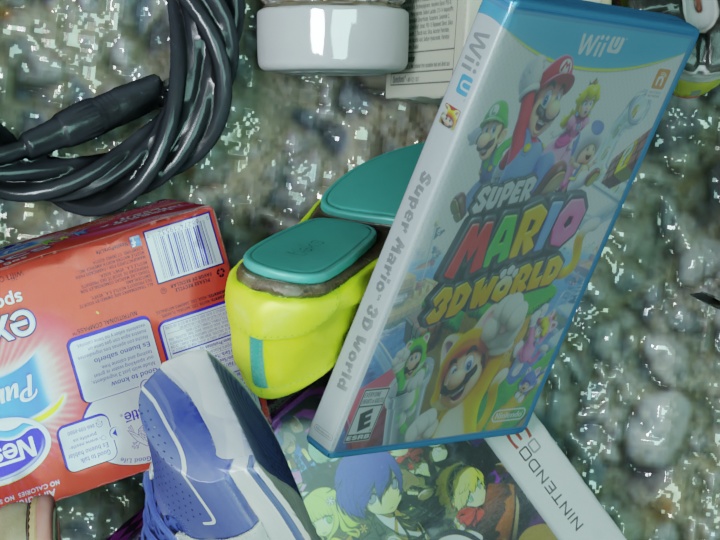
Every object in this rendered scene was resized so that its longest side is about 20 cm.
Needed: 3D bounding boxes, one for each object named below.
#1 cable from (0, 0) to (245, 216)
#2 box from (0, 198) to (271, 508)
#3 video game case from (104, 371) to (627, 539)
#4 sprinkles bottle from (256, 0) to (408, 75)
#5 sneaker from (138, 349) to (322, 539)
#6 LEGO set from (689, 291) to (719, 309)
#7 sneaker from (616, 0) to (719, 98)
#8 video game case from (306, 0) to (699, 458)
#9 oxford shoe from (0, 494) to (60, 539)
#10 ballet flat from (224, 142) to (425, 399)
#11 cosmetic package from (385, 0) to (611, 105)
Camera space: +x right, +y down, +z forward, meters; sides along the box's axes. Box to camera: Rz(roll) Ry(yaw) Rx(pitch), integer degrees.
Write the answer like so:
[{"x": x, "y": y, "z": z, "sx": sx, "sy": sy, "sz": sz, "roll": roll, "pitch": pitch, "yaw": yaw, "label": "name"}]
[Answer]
[{"x": -0.148, "y": -0.115, "z": 0.875, "sx": 0.199, "sy": 0.051, "sz": 0.164, "roll": 16, "pitch": 94, "yaw": -21, "label": "cable"}, {"x": -0.150, "y": 0.045, "z": 0.853, "sx": 0.199, "sy": 0.095, "sz": 0.100, "roll": -18, "pitch": 99, "yaw": -16, "label": "box"}, {"x": 0.009, "y": 0.134, "z": 0.943, "sx": 0.200, "sy": 0.036, "sz": 0.182, "roll": -39, "pitch": 103, "yaw": -12, "label": "video game case"}, {"x": -0.012, "y": -0.188, "z": 0.897, "sx": 0.068, "sy": 0.068, "sz": 0.202, "roll": -1, "pitch": 94, "yaw": -18, "label": "sprinkles bottle"}, {"x": -0.068, "y": 0.131, "z": 0.828, "sx": 0.114, "sy": 0.081, "sz": 0.200, "roll": -24, "pitch": 140, "yaw": -4, "label": "sneaker"}, {"x": 0.257, "y": 0.005, "z": 0.996, "sx": 0.199, "sy": 0.116, "sz": 0.155, "roll": 25, "pitch": 56, "yaw": -22, "label": "LEGO set"}, {"x": 0.142, "y": -0.171, "z": 0.950, "sx": 0.077, "sy": 0.090, "sz": 0.202, "roll": -2, "pitch": 73, "yaw": 4, "label": "sneaker"}, {"x": 0.061, "y": -0.017, "z": 0.850, "sx": 0.143, "sy": 0.018, "sz": 0.201, "roll": -1, "pitch": 119, "yaw": -51, "label": "video game case"}, {"x": -0.165, "y": 0.169, "z": 0.831, "sx": 0.073, "sy": 0.071, "sz": 0.201, "roll": 10, "pitch": 124, "yaw": -13, "label": "oxford shoe"}, {"x": 0.000, "y": 0.000, "z": 0.882, "sx": 0.066, "sy": 0.200, "sz": 0.068, "roll": 13, "pitch": 114, "yaw": 23, "label": "ballet flat"}, {"x": 0.064, "y": -0.173, "z": 0.906, "sx": 0.072, "sy": 0.103, "sz": 0.202, "roll": 4, "pitch": 94, "yaw": -19, "label": "cosmetic package"}]
